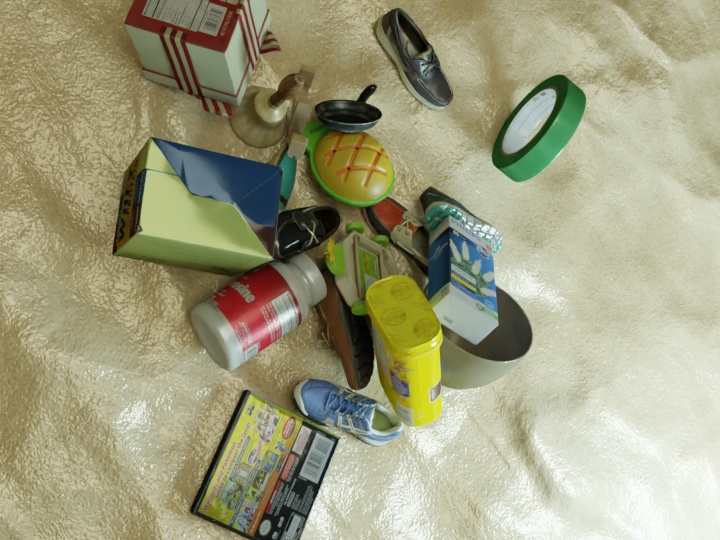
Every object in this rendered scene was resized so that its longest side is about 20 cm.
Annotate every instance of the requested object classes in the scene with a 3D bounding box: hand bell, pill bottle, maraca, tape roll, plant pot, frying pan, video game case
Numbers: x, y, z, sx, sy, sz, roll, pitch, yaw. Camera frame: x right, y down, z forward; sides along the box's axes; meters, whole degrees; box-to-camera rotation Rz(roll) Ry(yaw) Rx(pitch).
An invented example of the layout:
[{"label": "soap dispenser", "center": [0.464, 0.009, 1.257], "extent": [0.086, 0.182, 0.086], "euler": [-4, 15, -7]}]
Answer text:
[{"label": "hand bell", "center": [-0.129, -0.269, 1.340], "extent": [0.102, 0.199, 0.106], "euler": [4, 80, -24]}, {"label": "pill bottle", "center": [-0.153, 0.057, 1.331], "extent": [0.199, 0.112, 0.113], "euler": [-33, 97, -26]}, {"label": "maraca", "center": [-0.027, -0.188, 1.436], "extent": [0.136, 0.108, 0.201], "euler": [-30, 70, -29]}, {"label": "tape roll", "center": [0.319, -0.256, 1.554], "extent": [0.048, 0.200, 0.203], "euler": [33, 70, -18]}, {"label": "plant pot", "center": [0.173, 0.121, 1.452], "extent": [0.197, 0.136, 0.202], "euler": [15, 40, -13]}, {"label": "frying pan", "center": [-0.023, -0.275, 1.451], "extent": [0.113, 0.191, 0.031], "euler": [3, 119, -5]}, {"label": "video game case", "center": [-0.145, 0.317, 1.347], "extent": [0.179, 0.025, 0.203], "euler": [30, 72, -19]}]

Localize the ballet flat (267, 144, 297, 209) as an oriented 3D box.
[{"label": "ballet flat", "center": [-0.147, -0.114, 1.385], "extent": [0.070, 0.071, 0.204], "euler": [16, 65, -23]}]

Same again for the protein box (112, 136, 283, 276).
[{"label": "protein box", "center": [-0.242, -0.085, 1.259], "extent": [0.195, 0.199, 0.138], "euler": [11, 78, -24]}]

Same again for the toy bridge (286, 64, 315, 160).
[{"label": "toy bridge", "center": [-0.099, -0.252, 1.407], "extent": [0.027, 0.068, 0.202], "euler": [14, 47, -12]}]

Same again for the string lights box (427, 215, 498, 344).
[{"label": "string lights box", "center": [0.164, 0.012, 1.398], "extent": [0.102, 0.059, 0.202], "euler": [31, 36, -19]}]

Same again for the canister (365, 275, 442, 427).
[{"label": "canister", "center": [0.072, 0.130, 1.346], "extent": [0.085, 0.149, 0.202], "euler": [-19, 136, -12]}]

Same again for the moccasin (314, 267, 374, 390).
[{"label": "moccasin", "center": [-0.034, 0.097, 1.406], "extent": [0.073, 0.077, 0.205], "euler": [-17, 85, -57]}]

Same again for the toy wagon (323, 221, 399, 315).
[{"label": "toy wagon", "center": [0.000, 0.000, 1.406], "extent": [0.199, 0.039, 0.158], "euler": [25, 51, -45]}]

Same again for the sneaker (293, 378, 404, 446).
[{"label": "sneaker", "center": [-0.016, 0.221, 1.388], "extent": [0.198, 0.077, 0.077], "euler": [24, 62, -23]}]

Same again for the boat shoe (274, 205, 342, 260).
[{"label": "boat shoe", "center": [-0.091, -0.064, 1.344], "extent": [0.200, 0.066, 0.073], "euler": [-34, 120, -64]}]

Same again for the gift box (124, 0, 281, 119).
[{"label": "gift box", "center": [-0.229, -0.359, 1.305], "extent": [0.197, 0.187, 0.187], "euler": [22, 75, 4]}]

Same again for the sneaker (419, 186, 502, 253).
[{"label": "sneaker", "center": [0.178, -0.089, 1.534], "extent": [0.077, 0.092, 0.199], "euler": [-42, 131, 18]}]

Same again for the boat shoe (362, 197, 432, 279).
[{"label": "boat shoe", "center": [0.088, -0.061, 1.492], "extent": [0.200, 0.062, 0.071], "euler": [45, 69, -12]}]

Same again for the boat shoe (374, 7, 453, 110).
[{"label": "boat shoe", "center": [0.104, -0.379, 1.543], "extent": [0.072, 0.065, 0.201], "euler": [-41, 101, -26]}]
